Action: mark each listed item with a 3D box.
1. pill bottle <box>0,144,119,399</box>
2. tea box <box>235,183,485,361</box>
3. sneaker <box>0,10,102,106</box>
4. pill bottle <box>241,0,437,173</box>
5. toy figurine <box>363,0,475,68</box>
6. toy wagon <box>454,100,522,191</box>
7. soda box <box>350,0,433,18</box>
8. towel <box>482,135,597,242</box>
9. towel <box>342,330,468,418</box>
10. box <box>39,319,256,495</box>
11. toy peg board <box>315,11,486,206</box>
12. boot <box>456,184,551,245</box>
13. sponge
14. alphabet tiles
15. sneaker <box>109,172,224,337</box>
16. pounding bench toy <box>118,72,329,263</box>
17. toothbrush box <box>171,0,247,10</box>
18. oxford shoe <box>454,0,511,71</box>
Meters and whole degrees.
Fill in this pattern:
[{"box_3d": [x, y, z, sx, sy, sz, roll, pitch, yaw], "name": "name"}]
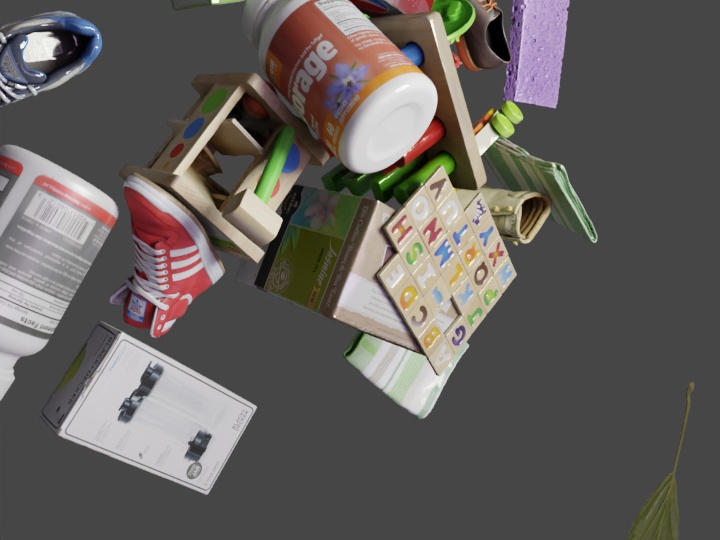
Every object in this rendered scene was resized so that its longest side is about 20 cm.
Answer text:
[{"box_3d": [-0.309, 0.003, 0.624, 0.116, 0.116, 0.201, 35, 77, -40], "name": "pill bottle"}, {"box_3d": [0.000, 0.000, 0.840, 0.200, 0.196, 0.134, 25, 84, -41], "name": "tea box"}, {"box_3d": [-0.309, -0.173, 0.601, 0.200, 0.085, 0.077, -37, 122, -28], "name": "sneaker"}, {"box_3d": [-0.027, -0.198, 0.693, 0.112, 0.200, 0.112, -34, 157, -16], "name": "pill bottle"}, {"box_3d": [0.087, -0.250, 0.929, 0.200, 0.149, 0.185, -65, 151, -41], "name": "toy figurine"}, {"box_3d": [0.133, -0.147, 0.931, 0.040, 0.155, 0.200, 46, 32, -4], "name": "toy wagon"}, {"box_3d": [-0.009, -0.317, 0.727, 0.199, 0.070, 0.064, 14, 95, -45], "name": "soda box"}, {"box_3d": [0.246, -0.129, 1.026, 0.023, 0.200, 0.153, -43, 128, -2], "name": "towel"}, {"box_3d": [0.073, 0.116, 1.045, 0.200, 0.031, 0.150, 43, 71, -39], "name": "towel"}, {"box_3d": [-0.222, 0.151, 0.774, 0.200, 0.060, 0.117, 38, 75, -40], "name": "box"}, {"box_3d": [0.016, -0.170, 0.809, 0.098, 0.199, 0.200, -39, 124, -27], "name": "toy peg board"}, {"box_3d": [0.150, -0.064, 0.982, 0.199, 0.155, 0.073, -28, 118, -32], "name": "boot"}, {"box_3d": [0.274, -0.358, 1.105, 0.111, 0.030, 0.201, -6, 105, -40], "name": "sponge"}, {"box_3d": [0.097, -0.007, 0.786, 0.167, 0.008, 0.200, -48, 129, -22], "name": "alphabet tiles"}, {"box_3d": [-0.206, -0.005, 0.703, 0.113, 0.071, 0.200, -50, 159, -16], "name": "sneaker"}, {"box_3d": [-0.111, -0.108, 0.713, 0.124, 0.200, 0.156, 45, 72, -38], "name": "pounding bench toy"}, {"box_3d": [-0.103, -0.358, 0.736, 0.199, 0.086, 0.146, -24, 116, -34], "name": "toothbrush box"}, {"box_3d": [0.156, -0.368, 0.969, 0.071, 0.072, 0.200, -46, 126, -22], "name": "oxford shoe"}]
